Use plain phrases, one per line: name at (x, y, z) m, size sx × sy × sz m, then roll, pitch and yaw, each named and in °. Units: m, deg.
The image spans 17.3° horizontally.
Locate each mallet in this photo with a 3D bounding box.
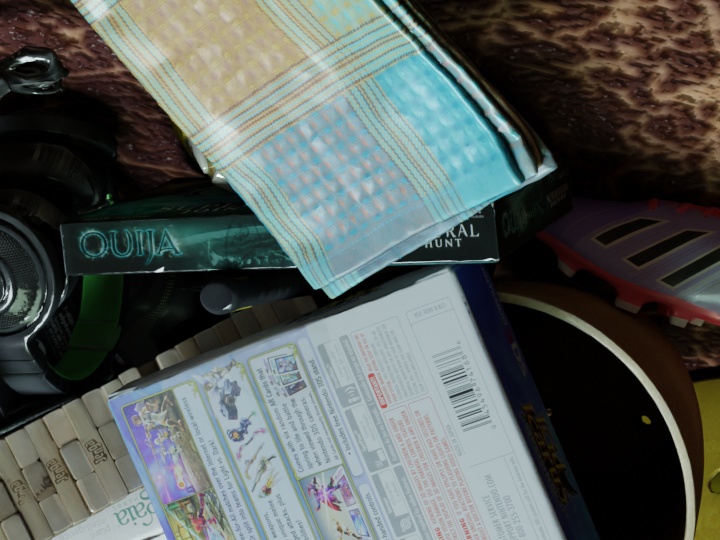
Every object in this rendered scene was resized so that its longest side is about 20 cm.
mallet at (0.000, 0.000, 1.093) m, size 0.066 × 0.041 × 0.200 m, roll -3°, pitch -175°, yaw 25°

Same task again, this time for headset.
headset at (-0.144, -0.027, 1.102) m, size 0.094 × 0.124 × 0.200 m, roll -2°, pitch 138°, yaw 21°

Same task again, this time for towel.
towel at (-0.034, -0.085, 0.928) m, size 0.200 × 0.022 × 0.147 m, roll 48°, pitch 139°, yaw -11°

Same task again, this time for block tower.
block tower at (-0.097, 0.071, 1.139) m, size 0.200 × 0.054 × 0.058 m, roll -28°, pitch 176°, yaw -12°

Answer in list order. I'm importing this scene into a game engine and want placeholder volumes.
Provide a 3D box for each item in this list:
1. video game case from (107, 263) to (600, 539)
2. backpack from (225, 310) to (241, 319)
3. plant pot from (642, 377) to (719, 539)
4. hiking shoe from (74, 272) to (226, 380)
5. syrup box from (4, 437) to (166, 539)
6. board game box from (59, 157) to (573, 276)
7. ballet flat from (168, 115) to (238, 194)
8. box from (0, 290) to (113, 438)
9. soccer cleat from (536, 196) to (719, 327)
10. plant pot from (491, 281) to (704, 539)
video game case at (0.007, 0.114, 1.059) m, size 0.181 × 0.200 × 0.045 m, roll -21°, pitch -176°, yaw 23°
backpack at (-0.005, 0.124, 1.276) m, size 0.200 × 0.176 × 0.153 m, roll 4°, pitch 131°, yaw -44°
plant pot at (0.208, 0.162, 1.314) m, size 0.200 × 0.200 × 0.176 m, roll -12°, pitch 138°, yaw 39°
hiking shoe at (-0.122, 0.049, 1.306) m, size 0.101 × 0.076 × 0.200 m, roll 13°, pitch 155°, yaw 0°
syrup box at (-0.149, 0.140, 1.256) m, size 0.079 × 0.082 × 0.200 m, roll -22°, pitch 162°, yaw -15°
board game box at (-0.016, -0.025, 1.070) m, size 0.200 × 0.028 × 0.135 m, roll -2°, pitch -170°, yaw 19°
ballet flat at (-0.041, -0.070, 1.027) m, size 0.067 × 0.067 × 0.200 m, roll 20°, pitch 154°, yaw -18°
box at (-0.237, 0.044, 1.241) m, size 0.106 × 0.122 × 0.200 m, roll -24°, pitch 179°, yaw -38°
soccer cleat at (0.179, -0.003, 1.115) m, size 0.200 × 0.077 × 0.067 m, roll 23°, pitch -172°, yaw 6°
plant pot at (0.091, 0.082, 1.154) m, size 0.186 × 0.187 × 0.200 m, roll 0°, pitch -169°, yaw 20°
